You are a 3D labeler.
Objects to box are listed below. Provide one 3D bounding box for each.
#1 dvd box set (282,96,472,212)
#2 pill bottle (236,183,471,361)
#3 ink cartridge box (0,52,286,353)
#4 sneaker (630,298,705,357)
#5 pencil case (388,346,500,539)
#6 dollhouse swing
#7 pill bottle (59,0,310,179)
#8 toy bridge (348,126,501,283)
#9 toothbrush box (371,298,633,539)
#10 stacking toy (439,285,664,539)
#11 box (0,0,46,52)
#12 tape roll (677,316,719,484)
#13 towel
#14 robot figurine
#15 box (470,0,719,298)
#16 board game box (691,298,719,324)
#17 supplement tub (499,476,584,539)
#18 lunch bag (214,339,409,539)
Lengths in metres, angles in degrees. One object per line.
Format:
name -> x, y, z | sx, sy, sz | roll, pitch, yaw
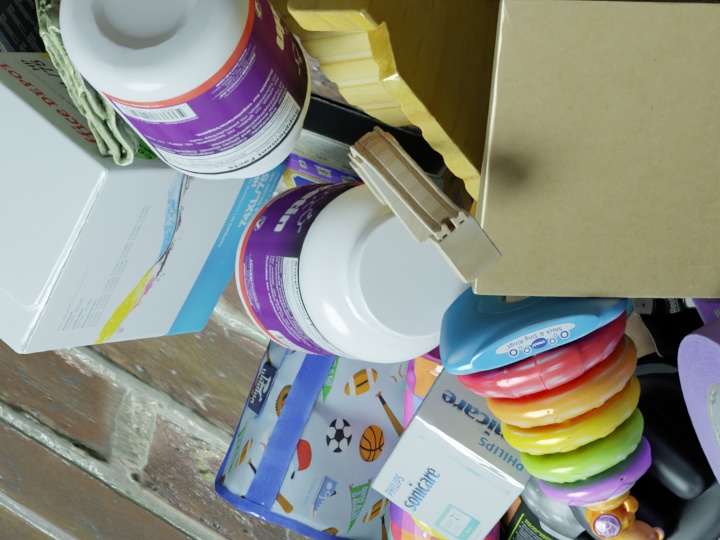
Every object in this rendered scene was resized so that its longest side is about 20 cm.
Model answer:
dvd box set -> 0.018, -0.034, 1.945 | 0.146, 0.029, 0.200 | 21, 151, 28
pill bottle -> 0.000, 0.000, 1.799 | 0.112, 0.113, 0.200 | 42, 167, -16
ink cartridge box -> -0.184, -0.049, 1.889 | 0.147, 0.146, 0.200 | 38, -157, 25
sneaker -> 0.186, -0.022, 1.684 | 0.074, 0.080, 0.200 | -6, 143, 17
pencil case -> 0.060, 0.133, 1.962 | 0.088, 0.088, 0.200 | 20, 117, 28
dollhouse swing -> 0.009, -0.112, 1.671 | 0.176, 0.182, 0.200 | -16, 129, 34
pill bottle -> -0.097, -0.124, 1.683 | 0.112, 0.113, 0.200 | 24, 170, 21
toy bridge -> 0.024, -0.049, 1.611 | 0.067, 0.027, 0.200 | 52, 178, -22
toothbrush box -> 0.102, 0.063, 1.816 | 0.085, 0.200, 0.146 | 33, 155, 3
stacking toy -> 0.131, 0.098, 1.681 | 0.110, 0.116, 0.200 | -88, -23, -69
box -> -0.306, -0.203, 2.026 | 0.160, 0.044, 0.200 | 11, 147, 40
tape roll -> 0.259, 0.109, 1.596 | 0.200, 0.066, 0.200 | 58, 169, 18
towel -> -0.168, -0.178, 1.757 | 0.036, 0.200, 0.148 | -12, 143, 7
robot figurine -> 0.199, 0.118, 1.813 | 0.150, 0.200, 0.125 | -13, 93, 19
box -> 0.148, -0.069, 1.554 | 0.163, 0.021, 0.200 | 1, 128, -4
board game box -> 0.264, 0.017, 1.668 | 0.120, 0.032, 0.200 | -15, 133, 19
supplement tub -> 0.156, 0.153, 2.004 | 0.122, 0.123, 0.200 | 32, 155, 6
lunch bag -> -0.019, 0.104, 2.007 | 0.124, 0.170, 0.200 | 23, 179, 19
